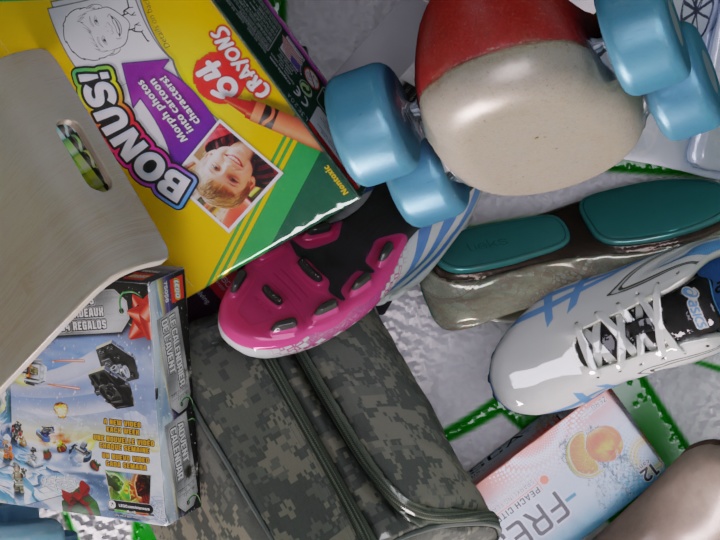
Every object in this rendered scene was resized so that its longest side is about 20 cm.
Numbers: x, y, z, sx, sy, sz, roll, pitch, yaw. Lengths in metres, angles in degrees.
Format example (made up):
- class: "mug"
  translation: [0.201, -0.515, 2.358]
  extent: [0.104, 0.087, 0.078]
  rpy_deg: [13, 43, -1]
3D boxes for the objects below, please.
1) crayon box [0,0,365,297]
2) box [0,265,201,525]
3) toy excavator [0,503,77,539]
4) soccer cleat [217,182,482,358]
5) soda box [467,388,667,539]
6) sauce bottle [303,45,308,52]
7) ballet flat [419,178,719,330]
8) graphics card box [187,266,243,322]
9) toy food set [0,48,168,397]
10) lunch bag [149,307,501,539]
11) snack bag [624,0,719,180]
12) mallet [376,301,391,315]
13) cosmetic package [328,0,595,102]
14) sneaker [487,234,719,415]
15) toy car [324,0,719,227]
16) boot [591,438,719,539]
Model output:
- class: "crayon box"
  translation: [-0.117, -0.089, 1.471]
  extent: [0.172, 0.058, 0.200]
  rpy_deg: [-29, 107, 27]
- class: "box"
  translation: [-0.184, 0.061, 1.510]
  extent: [0.199, 0.040, 0.138]
  rpy_deg: [5, 106, 30]
- class: "toy excavator"
  translation: [-0.180, 0.179, 1.596]
  extent: [0.199, 0.194, 0.101]
  rpy_deg: [2, 94, 26]
- class: "soccer cleat"
  translation: [0.000, 0.000, 1.539]
  extent: [0.070, 0.087, 0.200]
  rpy_deg: [37, 59, 24]
- class: "soda box"
  translation: [0.085, 0.151, 1.631]
  extent: [0.200, 0.064, 0.069]
  rpy_deg: [-37, 95, 1]
- class: "sauce bottle"
  translation: [-0.127, -0.101, 1.604]
  extent: [0.198, 0.066, 0.067]
  rpy_deg: [-6, 94, -1]
- class: "ballet flat"
  translation: [0.132, -0.008, 1.629]
  extent: [0.198, 0.068, 0.063]
  rpy_deg: [-10, 129, -4]
- class: "graphics card box"
  translation: [-0.174, 0.012, 1.588]
  extent: [0.199, 0.051, 0.126]
  rpy_deg: [-35, 107, 14]
- class: "toy food set"
  translation: [-0.198, -0.002, 1.453]
  extent: [0.200, 0.060, 0.144]
  rpy_deg: [-44, 65, 28]
- class: "lunch bag"
  translation: [-0.029, 0.110, 1.559]
  extent: [0.167, 0.140, 0.201]
  rpy_deg: [-16, 61, -30]
- class: "snack bag"
  translation: [0.210, -0.148, 1.575]
  extent: [0.199, 0.021, 0.190]
  rpy_deg: [9, 96, -47]
- class: "mallet"
  translation: [0.073, -0.053, 1.634]
  extent: [0.066, 0.041, 0.201]
  rpy_deg: [29, 97, -5]
- class: "cosmetic package"
  translation: [0.068, -0.138, 1.563]
  extent: [0.082, 0.051, 0.200]
  rpy_deg: [19, 124, -41]
- class: "sneaker"
  translation: [0.166, 0.028, 1.567]
  extent: [0.199, 0.072, 0.072]
  rpy_deg: [-22, 87, -2]
- class: "toy car"
  translation: [0.074, -0.153, 1.448]
  extent: [0.183, 0.177, 0.201]
  rpy_deg: [-18, 72, 15]
- class: "boot"
  translation: [0.146, 0.180, 1.578]
  extent: [0.146, 0.200, 0.070]
  rpy_deg: [-26, 65, -19]
